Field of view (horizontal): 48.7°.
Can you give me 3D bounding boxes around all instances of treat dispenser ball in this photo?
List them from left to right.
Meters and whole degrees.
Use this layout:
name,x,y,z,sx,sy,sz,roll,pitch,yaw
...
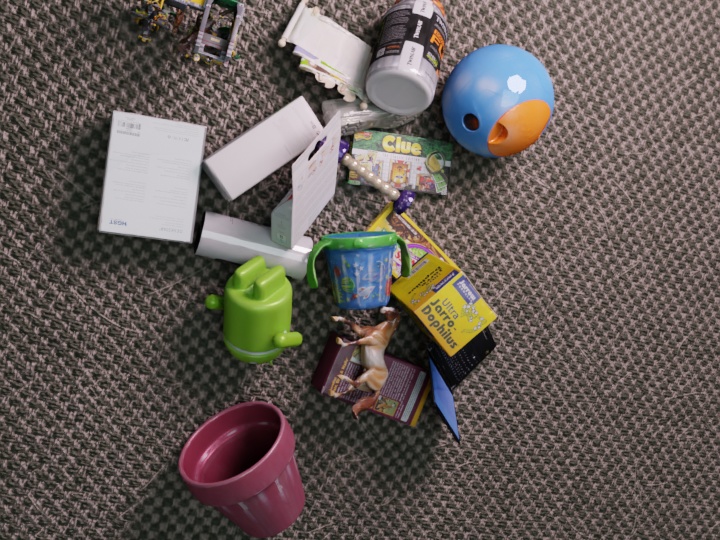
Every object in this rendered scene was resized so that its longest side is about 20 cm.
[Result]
name,x,y,z,sx,sy,sz,roll,pitch,yaw
treat dispenser ball,0.248,-0.306,1.440,0.201,0.201,0.201,-2,96,-17

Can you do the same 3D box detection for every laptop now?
name,x,y,z,sx,sy,sz,roll,pitch,yaw
laptop,0.199,0.191,1.489,0.200,0.103,0.177,-43,141,-10

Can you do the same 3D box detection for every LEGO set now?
name,x,y,z,sx,sy,sz,roll,pitch,yaw
LEGO set,-0.283,-0.381,1.295,0.200,0.154,0.116,18,73,-25

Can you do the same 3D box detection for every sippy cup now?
name,x,y,z,sx,sy,sz,roll,pitch,yaw
sippy cup,0.000,0.000,1.409,0.178,0.140,0.131,-2,96,7

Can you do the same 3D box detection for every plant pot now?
name,x,y,z,sx,sy,sz,roll,pitch,yaw
plant pot,-0.189,0.360,1.394,0.200,0.200,0.179,-32,120,-12

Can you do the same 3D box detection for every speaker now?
name,x,y,z,sx,sy,sz,roll,pitch,yaw
speaker,-0.189,-0.044,1.397,0.200,0.081,0.081,14,92,-18

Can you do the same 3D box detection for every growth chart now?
name,x,y,z,sx,sy,sz,roll,pitch,yaw
growth chart,-0.049,-0.380,1.397,0.200,0.018,0.145,34,60,-12

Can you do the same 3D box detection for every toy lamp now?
name,x,y,z,sx,sy,sz,roll,pitch,yaw
toy lamp,0.005,-0.175,1.434,0.200,0.058,0.058,36,85,-15

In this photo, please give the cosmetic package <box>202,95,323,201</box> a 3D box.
name,x,y,z,sx,sy,sz,roll,pitch,yaw
cosmetic package,-0.169,-0.208,1.373,0.200,0.108,0.085,-36,104,-12

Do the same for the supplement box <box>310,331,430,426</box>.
name,x,y,z,sx,sy,sz,roll,pitch,yaw
supplement box,0.023,0.202,1.485,0.200,0.086,0.110,23,88,-18

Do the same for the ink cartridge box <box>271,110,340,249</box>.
name,x,y,z,sx,sy,sz,roll,pitch,yaw
ink cartridge box,-0.093,-0.156,1.334,0.047,0.200,0.160,24,53,14

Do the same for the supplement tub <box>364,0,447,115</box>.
name,x,y,z,sx,sy,sz,roll,pitch,yaw
supplement tub,0.085,-0.384,1.395,0.122,0.123,0.200,23,62,-18

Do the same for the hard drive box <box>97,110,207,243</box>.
name,x,y,z,sx,sy,sz,roll,pitch,yaw
hard drive box,-0.351,-0.155,1.338,0.156,0.077,0.200,8,93,-17

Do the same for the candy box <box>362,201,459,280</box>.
name,x,y,z,sx,sy,sz,roll,pitch,yaw
candy box,0.094,-0.026,1.514,0.200,0.026,0.102,43,87,-16

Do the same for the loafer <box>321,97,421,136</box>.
name,x,y,z,sx,sy,sz,roll,pitch,yaw
loafer,0.025,-0.294,1.442,0.200,0.070,0.070,-13,74,-27

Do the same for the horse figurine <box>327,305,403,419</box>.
name,x,y,z,sx,sy,sz,roll,pitch,yaw
horse figurine,0.008,0.158,1.399,0.132,0.050,0.200,5,83,-35

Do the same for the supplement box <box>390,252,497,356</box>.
name,x,y,z,sx,sy,sz,roll,pitch,yaw
supplement box,0.140,0.056,1.421,0.109,0.200,0.109,-41,105,-2

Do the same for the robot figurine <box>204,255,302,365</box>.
name,x,y,z,sx,sy,sz,roll,pitch,yaw
robot figurine,-0.178,0.077,1.374,0.116,0.175,0.200,-43,151,-47

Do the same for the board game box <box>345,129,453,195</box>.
name,x,y,z,sx,sy,sz,roll,pitch,yaw
board game box,0.074,-0.202,1.492,0.200,0.023,0.105,4,92,-17
